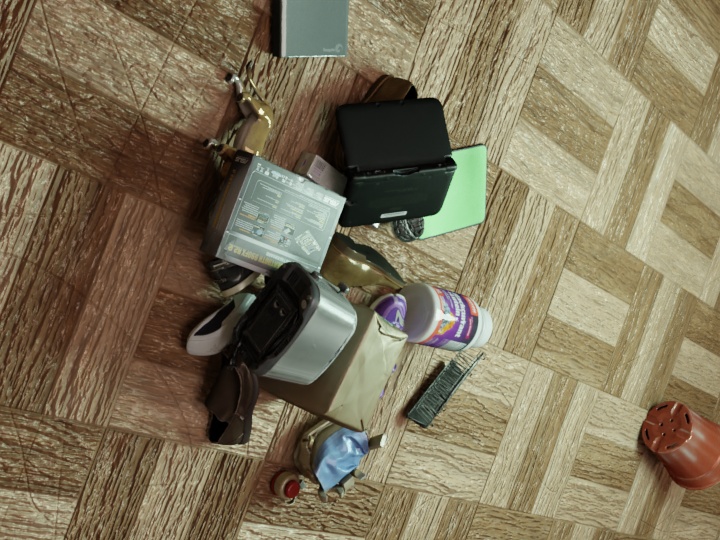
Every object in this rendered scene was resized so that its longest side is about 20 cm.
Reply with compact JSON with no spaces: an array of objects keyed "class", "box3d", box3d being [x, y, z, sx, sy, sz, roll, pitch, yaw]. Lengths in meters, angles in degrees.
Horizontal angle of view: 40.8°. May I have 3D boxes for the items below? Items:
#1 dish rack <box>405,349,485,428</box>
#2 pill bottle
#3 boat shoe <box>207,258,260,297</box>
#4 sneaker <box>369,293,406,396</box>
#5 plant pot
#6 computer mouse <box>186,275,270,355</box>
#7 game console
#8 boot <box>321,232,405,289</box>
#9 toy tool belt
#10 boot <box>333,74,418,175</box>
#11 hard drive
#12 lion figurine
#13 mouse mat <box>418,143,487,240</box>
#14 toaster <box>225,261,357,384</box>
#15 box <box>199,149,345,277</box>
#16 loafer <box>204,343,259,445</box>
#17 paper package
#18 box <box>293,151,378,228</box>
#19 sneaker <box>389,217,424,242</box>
[{"class":"dish rack","box3d":[0.165,0.220,1.848,0.154,0.054,0.200,-50,172,-22]},{"class":"pill bottle","box3d":[0.162,0.094,1.845,0.199,0.111,0.113,15,92,-45]},{"class":"boat shoe","box3d":[-0.158,-0.040,1.531,0.200,0.072,0.068,-41,102,-34]},{"class":"sneaker","box3d":[0.047,0.140,1.745,0.080,0.083,0.202,6,107,-26]},{"class":"plant pot","box3d":[0.862,0.455,2.587,0.195,0.200,0.202,37,77,-35]},{"class":"computer mouse","box3d":[-0.188,0.076,1.532,0.200,0.044,0.110,-40,156,-24]},{"class":"game console","box3d":[0.049,-0.180,1.627,0.198,0.117,0.177,-9,141,-23]},{"class":"boot","box3d":[0.000,0.000,1.697,0.199,0.074,0.076,26,109,-45]},{"class":"toy tool belt","box3d":[-0.054,0.340,1.706,0.200,0.122,0.126,-43,128,-26]},{"class":"boot","box3d":[0.025,-0.246,1.636,0.201,0.075,0.074,-58,135,-13]},{"class":"hard drive","box3d":[-0.077,-0.435,1.509,0.139,0.033,0.202,-12,111,-41]},{"class":"lion figurine","box3d":[-0.169,-0.201,1.466,0.122,0.072,0.202,32,78,-48]},{"class":"mouse mat","box3d":[0.177,-0.152,1.858,0.199,0.007,0.163,-15,113,-39]},{"class":"toaster","box3d":[-0.099,0.092,1.457,0.129,0.114,0.201,25,107,-47]},{"class":"box","box3d":[-0.128,-0.071,1.457,0.199,0.048,0.160,21,90,-43]},{"class":"loafer","box3d":[-0.208,0.207,1.531,0.070,0.073,0.202,-17,128,-32]},{"class":"paper package","box3d":[-0.053,0.142,1.593,0.103,0.199,0.192,34,78,-44]},{"class":"box","box3d":[-0.033,-0.135,1.639,0.199,0.039,0.042,33,81,-44]},{"class":"sneaker","box3d":[0.065,-0.153,1.704,0.073,0.079,0.202,-11,116,-12]}]
